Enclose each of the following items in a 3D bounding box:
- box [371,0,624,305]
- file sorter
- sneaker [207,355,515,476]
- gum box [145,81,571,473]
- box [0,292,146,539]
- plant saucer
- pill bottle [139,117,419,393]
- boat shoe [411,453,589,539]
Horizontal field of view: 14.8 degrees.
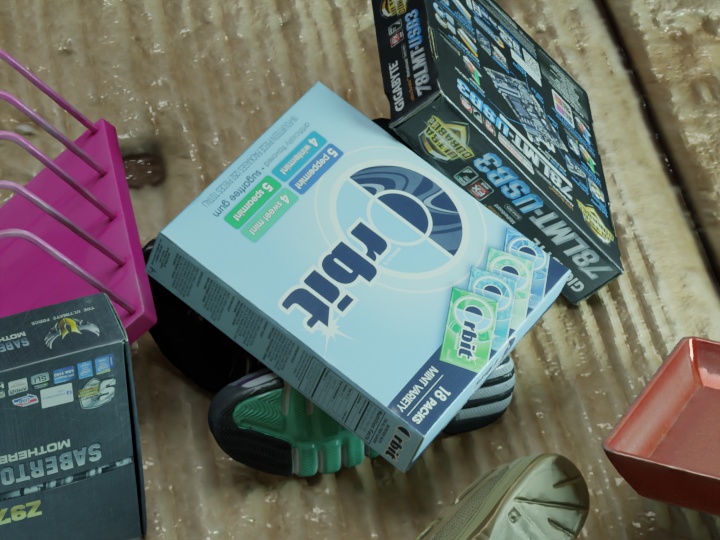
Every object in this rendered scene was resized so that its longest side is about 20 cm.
[{"bbox_3d":[0.087,-0.105,1.818,0.050,0.200,0.199,-34,35,23],"label":"box"},{"bbox_3d":[-0.230,-0.020,1.724,0.139,0.125,0.201,-39,37,18],"label":"file sorter"},{"bbox_3d":[-0.009,0.071,1.708,0.199,0.075,0.088,-6,29,-23],"label":"sneaker"},{"bbox_3d":[0.000,0.000,1.670,0.200,0.045,0.170,38,52,9],"label":"gum box"},{"bbox_3d":[-0.227,0.109,1.591,0.199,0.159,0.051,-13,42,-15],"label":"box"},{"bbox_3d":[0.259,0.107,1.632,0.198,0.037,0.200,13,23,17],"label":"plant saucer"},{"bbox_3d":[-0.039,-0.015,1.768,0.112,0.112,0.200,31,50,33],"label":"pill bottle"},{"bbox_3d":[0.050,0.182,1.575,0.200,0.072,0.064,-42,19,-28],"label":"boat shoe"}]
